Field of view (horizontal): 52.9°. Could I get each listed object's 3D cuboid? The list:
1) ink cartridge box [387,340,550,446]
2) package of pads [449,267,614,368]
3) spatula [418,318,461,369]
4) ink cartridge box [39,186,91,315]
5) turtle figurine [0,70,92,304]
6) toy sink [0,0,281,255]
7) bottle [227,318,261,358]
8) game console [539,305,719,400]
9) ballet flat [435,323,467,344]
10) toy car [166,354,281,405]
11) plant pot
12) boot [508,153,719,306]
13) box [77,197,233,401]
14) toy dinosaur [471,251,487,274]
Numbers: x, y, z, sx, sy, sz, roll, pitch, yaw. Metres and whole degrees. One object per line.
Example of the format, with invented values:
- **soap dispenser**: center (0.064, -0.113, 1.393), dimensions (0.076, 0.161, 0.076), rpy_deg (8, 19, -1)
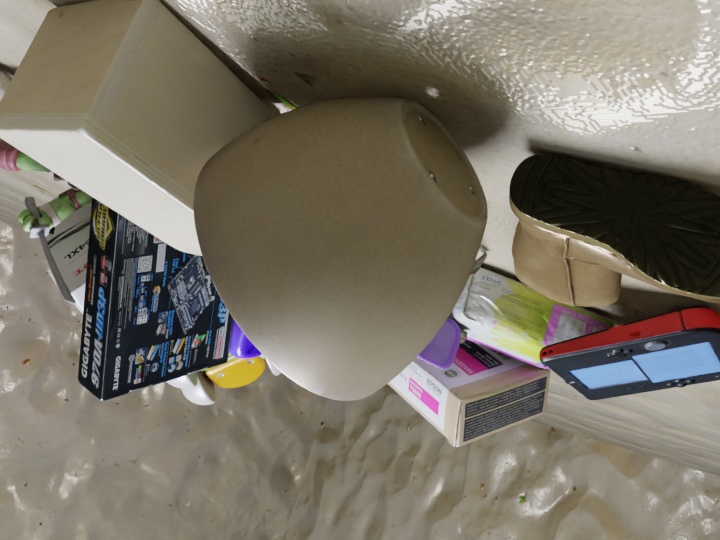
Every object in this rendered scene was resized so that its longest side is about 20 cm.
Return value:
- **ink cartridge box**: center (0.142, 0.145, 1.025), dimensions (0.161, 0.077, 0.199), rpy_deg (-11, -153, -29)
- **package of pads**: center (0.192, 0.065, 0.890), dimensions (0.196, 0.070, 0.154), rpy_deg (21, 170, -9)
- **spatula**: center (0.025, 0.049, 0.813), dimensions (0.197, 0.058, 0.020), rpy_deg (26, 175, -17)
- **ink cartridge box**: center (-0.270, -0.034, 0.815), dimensions (0.199, 0.145, 0.085), rpy_deg (38, 160, 46)
- **turtle figurine**: center (-0.307, -0.116, 0.706), dimensions (0.190, 0.202, 0.145), rpy_deg (23, 135, -2)
- **toy sink**: center (-0.148, -0.102, 0.559), dimensions (0.128, 0.114, 0.199), rpy_deg (10, 161, 38)
- **bottle**: center (-0.176, 0.019, 0.845), dimensions (0.199, 0.085, 0.065), rpy_deg (35, -159, 31)
- **game console**: center (0.300, 0.098, 0.767), dimensions (0.174, 0.032, 0.199), rpy_deg (-20, 149, 25)
- **ballet flat**: center (0.043, 0.080, 0.904), dimensions (0.196, 0.047, 0.067), rpy_deg (4, 163, 35)
- **toy car**: center (-0.204, 0.092, 1.062), dimensions (0.171, 0.152, 0.201), rpy_deg (-22, 155, -3)
- **plant pot**: center (0.007, -0.036, 0.487), dimensions (0.133, 0.204, 0.199), rpy_deg (-34, 139, 27)
- **boot**: center (0.193, -0.010, 0.548), dimensions (0.173, 0.067, 0.200), rpy_deg (29, 172, 22)
- **box**: center (-0.188, 0.011, 0.706), dimensions (0.045, 0.205, 0.157), rpy_deg (23, -158, 33)
- **toy dinosaur**: center (0.042, 0.012, 0.714), dimensions (0.104, 0.200, 0.184), rpy_deg (31, 141, 15)
